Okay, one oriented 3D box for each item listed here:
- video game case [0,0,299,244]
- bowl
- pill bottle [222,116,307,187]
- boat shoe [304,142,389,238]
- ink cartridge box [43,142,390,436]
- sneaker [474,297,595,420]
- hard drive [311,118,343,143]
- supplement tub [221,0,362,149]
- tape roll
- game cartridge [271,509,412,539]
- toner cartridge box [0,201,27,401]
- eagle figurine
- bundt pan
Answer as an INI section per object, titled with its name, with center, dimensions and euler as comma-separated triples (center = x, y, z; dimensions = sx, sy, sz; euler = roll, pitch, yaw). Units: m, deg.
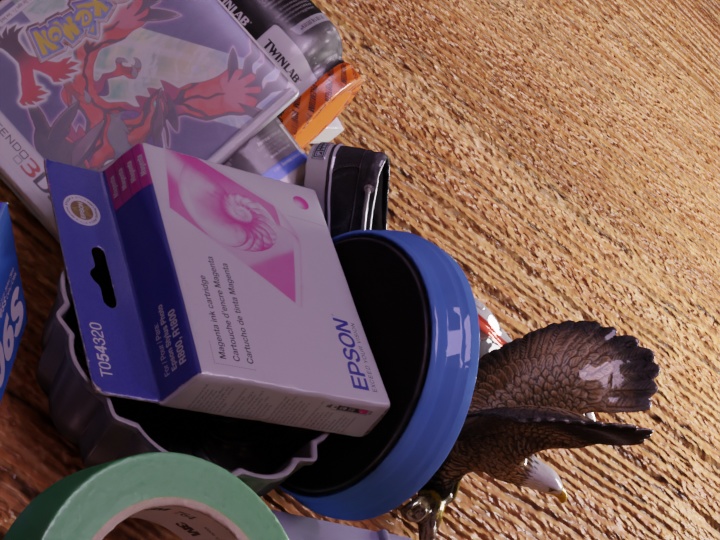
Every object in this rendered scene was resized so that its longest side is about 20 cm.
[video game case]
center = -0.172, -0.127, 1.255
dimensions = 0.200, 0.023, 0.182
euler = -43, 93, -19
[bowl]
center = -0.005, 0.066, 1.234
dimensions = 0.039, 0.200, 0.201
euler = 20, 43, -40
[pill bottle]
center = -0.133, -0.114, 1.336
dimensions = 0.200, 0.114, 0.114
euler = 52, 30, 0
[boat shoe]
center = 0.001, -0.002, 1.344
dimensions = 0.074, 0.068, 0.200
euler = -58, 151, -59
[ink cartridge box]
center = -0.092, 0.007, 1.171
dimensions = 0.199, 0.043, 0.197
euler = 14, 42, -36
[sneaker]
center = 0.109, 0.101, 1.515
dimensions = 0.200, 0.077, 0.082
euler = 39, 59, -21
[hard drive]
center = -0.102, -0.198, 1.555
dimensions = 0.132, 0.026, 0.201
euler = -7, 64, -57
[supplement tub]
center = -0.099, -0.187, 1.430
dimensions = 0.200, 0.123, 0.122
euler = 46, 29, 5
[tape roll]
center = -0.115, 0.204, 1.022
dimensions = 0.200, 0.048, 0.201
euler = 15, 66, -39
[game cartridge]
center = -0.020, 0.225, 1.216
dimensions = 0.200, 0.038, 0.130
euler = 19, 39, -44
[toner cartridge box]
center = -0.234, 0.057, 1.030
dimensions = 0.200, 0.043, 0.095
euler = -84, 173, -50
[eagle figurine]
center = 0.115, 0.117, 1.345
dimensions = 0.151, 0.200, 0.152
euler = 19, 37, -46
[bundt pan]
center = -0.119, 0.073, 1.170
dimensions = 0.201, 0.076, 0.202
euler = 25, 37, -20
